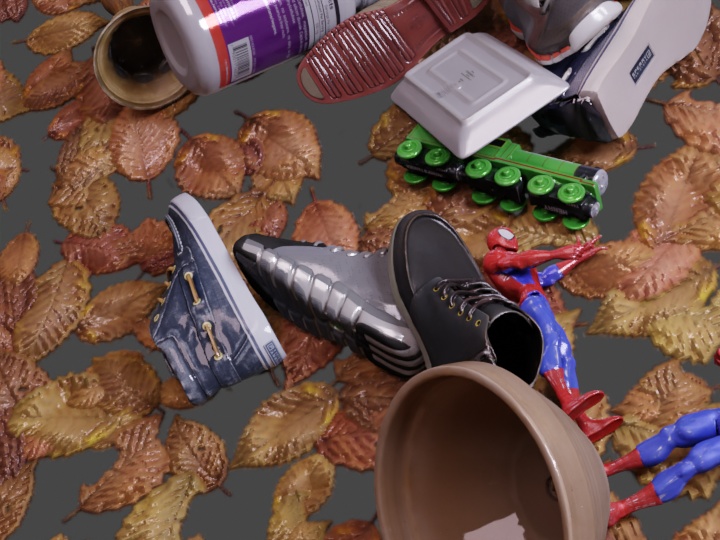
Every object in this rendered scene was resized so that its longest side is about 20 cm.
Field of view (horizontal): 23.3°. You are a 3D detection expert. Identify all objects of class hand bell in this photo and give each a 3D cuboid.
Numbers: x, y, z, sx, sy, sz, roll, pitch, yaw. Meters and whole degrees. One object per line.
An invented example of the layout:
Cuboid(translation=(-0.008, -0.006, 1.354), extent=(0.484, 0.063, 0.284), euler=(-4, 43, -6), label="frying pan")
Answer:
Cuboid(translation=(-0.229, -0.245, 1.704), extent=(0.104, 0.104, 0.200), euler=(-31, 35, -2), label="hand bell")

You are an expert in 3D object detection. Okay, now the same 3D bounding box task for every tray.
Cuboid(translation=(0.093, -0.157, 1.466), extent=(0.107, 0.022, 0.200), euler=(-35, 26, -2), label="tray")

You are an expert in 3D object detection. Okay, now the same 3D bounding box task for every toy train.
Cuboid(translation=(0.116, -0.082, 1.436), extent=(0.199, 0.042, 0.056), euler=(18, 52, 34), label="toy train")

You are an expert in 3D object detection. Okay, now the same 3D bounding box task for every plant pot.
Cuboid(translation=(0.104, 0.157, 1.188), extent=(0.092, 0.202, 0.201), euler=(-8, 36, -36), label="plant pot")

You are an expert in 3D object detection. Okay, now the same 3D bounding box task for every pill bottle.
Cuboid(translation=(-0.084, -0.244, 1.586), extent=(0.199, 0.113, 0.112), euler=(-26, 46, -19), label="pill bottle")

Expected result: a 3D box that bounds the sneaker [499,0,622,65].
Cuboid(translation=(0.150, -0.230, 1.458), extent=(0.077, 0.082, 0.200), euler=(-39, 19, -3), label="sneaker")

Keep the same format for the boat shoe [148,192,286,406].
Cuboid(translation=(-0.142, 0.020, 1.447), extent=(0.091, 0.071, 0.201), euler=(-29, 50, -5), label="boat shoe")

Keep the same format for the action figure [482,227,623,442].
Cuboid(translation=(0.159, 0.024, 1.316), extent=(0.099, 0.065, 0.200), euler=(-33, 49, 5), label="action figure")

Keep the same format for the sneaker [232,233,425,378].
Cuboid(translation=(0.000, 0.000, 1.409), extent=(0.199, 0.075, 0.116), euler=(30, 65, 27), label="sneaker")

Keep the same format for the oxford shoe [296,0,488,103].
Cuboid(translation=(0.033, -0.216, 1.574), extent=(0.199, 0.071, 0.075), euler=(-29, 12, 9), label="oxford shoe")

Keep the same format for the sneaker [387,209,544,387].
Cuboid(translation=(0.084, 0.024, 1.293), extent=(0.074, 0.106, 0.201), euler=(-6, 62, -24), label="sneaker")

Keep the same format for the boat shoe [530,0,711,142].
Cuboid(translation=(0.210, -0.185, 1.455), extent=(0.092, 0.075, 0.200), euler=(4, 43, 46), label="boat shoe")

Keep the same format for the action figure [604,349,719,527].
Cuboid(translation=(0.244, 0.098, 1.190), extent=(0.199, 0.099, 0.065), euler=(-23, 49, 3), label="action figure")
